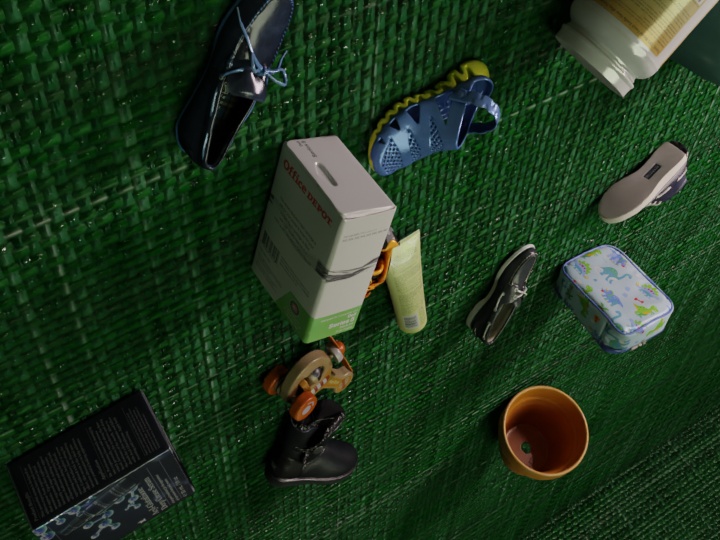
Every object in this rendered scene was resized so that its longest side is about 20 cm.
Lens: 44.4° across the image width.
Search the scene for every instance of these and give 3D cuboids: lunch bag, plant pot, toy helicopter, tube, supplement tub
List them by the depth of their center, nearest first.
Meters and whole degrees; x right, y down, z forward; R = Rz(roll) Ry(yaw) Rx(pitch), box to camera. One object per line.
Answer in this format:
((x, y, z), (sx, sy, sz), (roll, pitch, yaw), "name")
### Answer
((0.360, -0.341, 1.133), (0.201, 0.145, 0.144), (-49, 146, 15), "supplement tub")
((0.573, -0.362, 1.310), (0.198, 0.162, 0.202), (-26, 146, -19), "plant pot")
((0.070, 0.019, 1.366), (0.202, 0.051, 0.059), (76, 28, -51), "tube")
((-0.058, 0.161, 1.397), (0.133, 0.079, 0.199), (-55, 157, 7), "toy helicopter")
((0.482, 0.052, 1.677), (0.159, 0.201, 0.083), (-23, 146, -24), "lunch bag")
((0.400, 0.390, 2.031), (0.198, 0.202, 0.184), (-28, 162, -18), "plant pot")

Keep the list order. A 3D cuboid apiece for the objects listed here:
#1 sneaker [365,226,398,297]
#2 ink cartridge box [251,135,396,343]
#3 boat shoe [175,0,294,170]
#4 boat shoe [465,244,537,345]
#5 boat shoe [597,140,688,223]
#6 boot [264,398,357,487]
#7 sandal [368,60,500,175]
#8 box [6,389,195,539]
((0.000, 0.000, 1.238), (0.077, 0.077, 0.202), (-19, 144, -31), "sneaker")
((-0.050, -0.039, 1.075), (0.083, 0.146, 0.202), (-13, 140, -34), "ink cartridge box")
((-0.115, -0.191, 0.896), (0.083, 0.069, 0.202), (-2, 131, -44), "boat shoe")
((0.265, 0.045, 1.577), (0.075, 0.061, 0.202), (-5, 134, -42), "boat shoe")
((0.518, -0.137, 1.601), (0.199, 0.075, 0.093), (-39, 140, -3), "boat shoe")
((-0.059, 0.296, 1.533), (0.197, 0.077, 0.169), (-1, 135, -37), "boot")
((0.098, -0.182, 1.111), (0.199, 0.087, 0.080), (-36, 149, -3), "sandal")
((-0.346, 0.283, 1.197), (0.198, 0.108, 0.150), (-29, 147, -15), "box")
